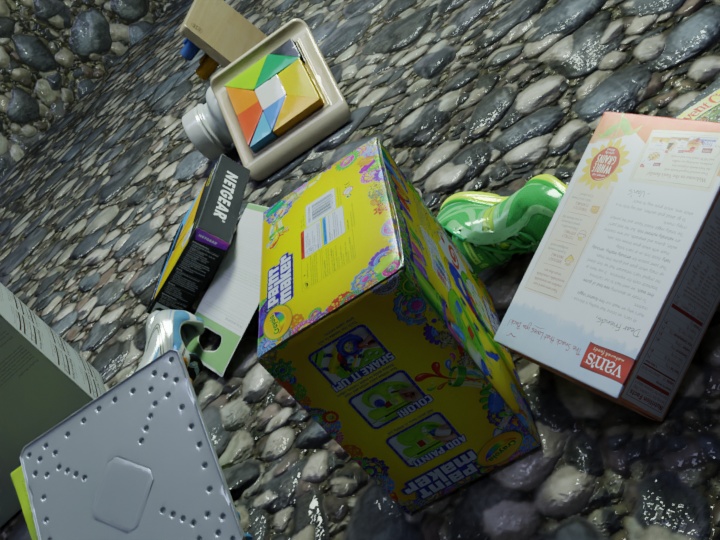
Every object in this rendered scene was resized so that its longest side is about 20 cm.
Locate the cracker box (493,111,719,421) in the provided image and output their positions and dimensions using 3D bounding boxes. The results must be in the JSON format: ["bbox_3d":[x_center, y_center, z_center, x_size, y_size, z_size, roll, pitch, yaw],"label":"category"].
[{"bbox_3d":[0.196,-0.010,0.638,0.134,0.058,0.201,25,88,58],"label":"cracker box"}]

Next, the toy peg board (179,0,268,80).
[{"bbox_3d":[-0.250,-0.389,1.618,0.098,0.199,0.201,-42,25,27],"label":"toy peg board"}]

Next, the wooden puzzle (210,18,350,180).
[{"bbox_3d":[-0.128,-0.263,1.336,0.184,0.037,0.201,-32,66,13],"label":"wooden puzzle"}]

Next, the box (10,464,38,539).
[{"bbox_3d":[-0.241,0.199,0.869,0.200,0.048,0.122,-36,62,6],"label":"box"}]

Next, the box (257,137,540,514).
[{"bbox_3d":[0.025,0.039,0.690,0.122,0.193,0.200,-32,29,15],"label":"box"}]

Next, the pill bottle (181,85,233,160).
[{"bbox_3d":[-0.190,-0.273,1.451,0.199,0.114,0.115,-32,30,13],"label":"pill bottle"}]

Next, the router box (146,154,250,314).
[{"bbox_3d":[-0.210,-0.043,1.161,0.149,0.051,0.200,-53,19,28],"label":"router box"}]

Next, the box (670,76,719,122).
[{"bbox_3d":[0.291,-0.087,0.716,0.200,0.038,0.137,-40,30,0],"label":"box"}]

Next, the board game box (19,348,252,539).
[{"bbox_3d":[-0.211,0.206,0.807,0.199,0.026,0.201,-33,61,12],"label":"board game box"}]

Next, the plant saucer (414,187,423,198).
[{"bbox_3d":[0.000,0.000,0.896,0.200,0.034,0.200,-44,16,16],"label":"plant saucer"}]

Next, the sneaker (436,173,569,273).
[{"bbox_3d":[0.131,-0.031,0.794,0.084,0.074,0.200,-51,21,-23],"label":"sneaker"}]

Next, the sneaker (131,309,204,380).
[{"bbox_3d":[-0.215,0.126,0.974,0.072,0.072,0.201,1,51,2],"label":"sneaker"}]

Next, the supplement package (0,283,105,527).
[{"bbox_3d":[-0.440,0.154,1.060,0.191,0.200,0.147,-42,29,-7],"label":"supplement package"}]

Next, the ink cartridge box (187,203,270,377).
[{"bbox_3d":[-0.131,0.023,1.047,0.145,0.048,0.201,17,83,57],"label":"ink cartridge box"}]
